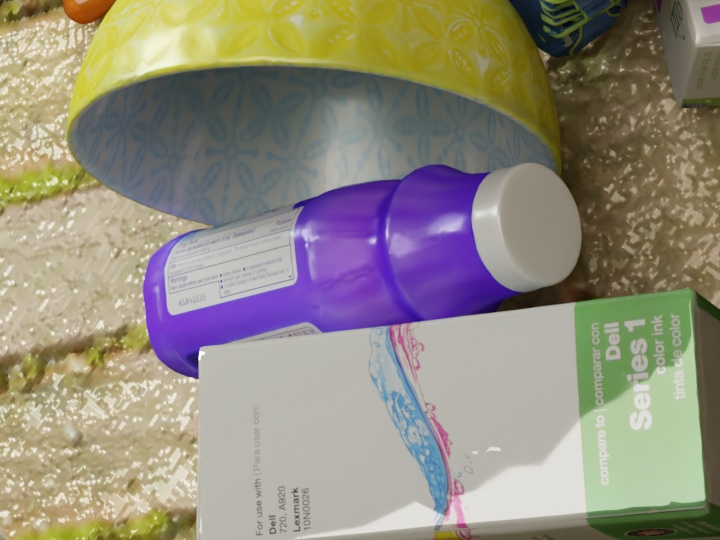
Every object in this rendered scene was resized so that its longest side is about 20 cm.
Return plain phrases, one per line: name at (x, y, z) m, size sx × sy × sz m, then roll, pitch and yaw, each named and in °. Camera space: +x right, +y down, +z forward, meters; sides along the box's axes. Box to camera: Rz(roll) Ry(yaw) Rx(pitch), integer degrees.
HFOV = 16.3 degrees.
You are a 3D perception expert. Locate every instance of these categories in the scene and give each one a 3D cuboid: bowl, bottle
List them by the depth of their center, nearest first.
bottle at (0.000, 0.000, 1.005) m, size 0.199 × 0.083 × 0.066 m, roll -15°, pitch 78°, yaw 46°
bowl at (-0.016, -0.093, 1.009) m, size 0.199 × 0.200 × 0.109 m, roll -4°, pitch 71°, yaw 21°

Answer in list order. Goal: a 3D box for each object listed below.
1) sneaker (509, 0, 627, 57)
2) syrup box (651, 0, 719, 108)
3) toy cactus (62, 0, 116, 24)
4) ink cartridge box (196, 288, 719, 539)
sneaker at (0.088, -0.129, 0.993) m, size 0.076 × 0.105 × 0.200 m, roll -38°, pitch 29°, yaw 1°
syrup box at (0.145, -0.175, 1.010) m, size 0.081 × 0.079 × 0.202 m, roll -11°, pitch 75°, yaw 1°
toy cactus at (-0.090, -0.196, 1.118) m, size 0.199 × 0.102 × 0.166 m, roll -11°, pitch 66°, yaw 28°
ink cartridge box at (0.053, 0.069, 0.974) m, size 0.198 × 0.145 × 0.085 m, roll -7°, pitch 77°, yaw 20°
